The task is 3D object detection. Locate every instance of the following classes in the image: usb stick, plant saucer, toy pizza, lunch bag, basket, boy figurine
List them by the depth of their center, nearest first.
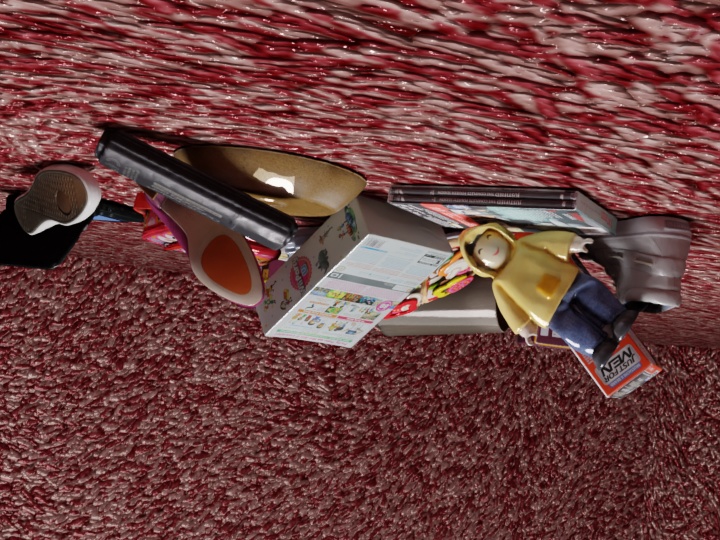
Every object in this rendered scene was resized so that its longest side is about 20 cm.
[{"bbox_3d":[-0.152,-0.074,0.878,0.198,0.033,0.055,26,163,-15],"label":"usb stick"},{"bbox_3d":[-0.093,-0.085,0.953,0.197,0.036,0.200,7,175,1],"label":"plant saucer"},{"bbox_3d":[0.188,0.010,0.963,0.199,0.125,0.064,39,-168,14],"label":"boy figurine"},{"bbox_3d":[-0.194,-0.062,1.164,0.174,0.083,0.199,14,173,-23],"label":"lunch bag"},{"bbox_3d":[0.087,0.014,1.255,0.198,0.032,0.201,-20,157,-9],"label":"toy pizza"},{"bbox_3d":[0.146,0.043,1.558,0.197,0.138,0.180,0,-171,24],"label":"basket"}]

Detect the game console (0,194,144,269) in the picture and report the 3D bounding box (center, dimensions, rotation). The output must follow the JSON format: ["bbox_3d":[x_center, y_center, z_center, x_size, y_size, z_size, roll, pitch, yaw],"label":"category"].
[{"bbox_3d":[-0.461,-0.052,1.435,0.198,0.118,0.175,5,175,30],"label":"game console"}]

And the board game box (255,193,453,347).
[{"bbox_3d":[-0.010,0.006,1.106,0.146,0.065,0.200,13,134,-44],"label":"board game box"}]

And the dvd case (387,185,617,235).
[{"bbox_3d":[0.147,-0.061,0.958,0.198,0.022,0.145,6,175,31],"label":"dvd case"}]

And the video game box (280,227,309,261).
[{"bbox_3d":[-0.052,-0.032,1.477,0.180,0.048,0.199,1,172,34],"label":"video game box"}]

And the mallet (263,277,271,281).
[{"bbox_3d":[-0.109,0.012,1.258,0.065,0.042,0.199,4,-176,43],"label":"mallet"}]

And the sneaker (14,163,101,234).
[{"bbox_3d":[-0.356,-0.098,1.156,0.084,0.074,0.199,-28,-167,-38],"label":"sneaker"}]

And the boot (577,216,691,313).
[{"bbox_3d":[0.282,0.000,1.010,0.072,0.097,0.200,8,175,-11],"label":"boot"}]

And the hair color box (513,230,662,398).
[{"bbox_3d":[0.245,0.043,1.040,0.064,0.201,0.111,-37,160,14],"label":"hair color box"}]

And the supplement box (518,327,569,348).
[{"bbox_3d":[0.361,0.090,1.780,0.084,0.112,0.200,8,175,1],"label":"supplement box"}]

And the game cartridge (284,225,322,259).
[{"bbox_3d":[-0.026,-0.013,1.323,0.131,0.042,0.200,-10,157,4],"label":"game cartridge"}]

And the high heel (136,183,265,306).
[{"bbox_3d":[-0.161,-0.037,1.003,0.201,0.067,0.096,52,180,12],"label":"high heel"}]

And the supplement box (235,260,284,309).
[{"bbox_3d":[-0.204,0.034,2.091,0.085,0.112,0.199,10,174,-25],"label":"supplement box"}]
